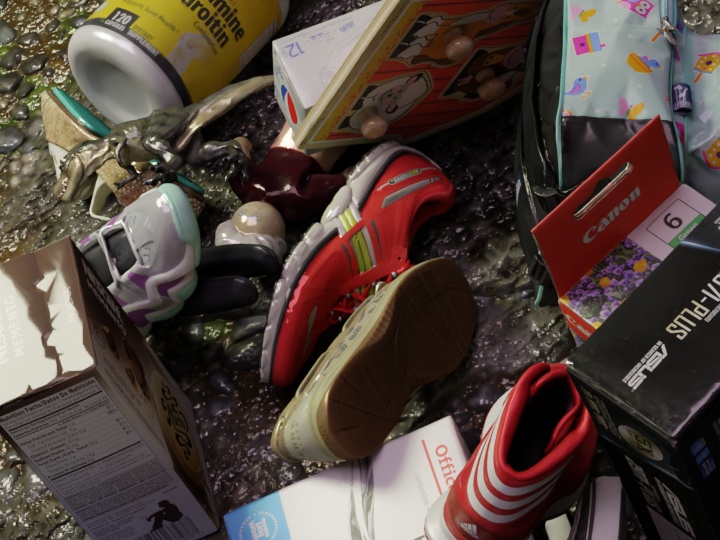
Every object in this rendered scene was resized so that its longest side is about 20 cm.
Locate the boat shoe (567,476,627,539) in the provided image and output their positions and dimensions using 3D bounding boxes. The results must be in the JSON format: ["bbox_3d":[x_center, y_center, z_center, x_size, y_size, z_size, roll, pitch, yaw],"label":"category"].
[{"bbox_3d":[0.112,0.208,1.139,0.063,0.071,0.202,8,63,15],"label":"boat shoe"}]

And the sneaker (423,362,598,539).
[{"bbox_3d":[0.117,0.092,1.171,0.078,0.116,0.200,35,37,2],"label":"sneaker"}]

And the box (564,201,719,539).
[{"bbox_3d":[0.222,0.072,1.120,0.164,0.201,0.086,-44,48,-13],"label":"box"}]

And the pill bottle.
[{"bbox_3d":[-0.125,-0.201,1.538,0.111,0.113,0.200,19,57,34],"label":"pill bottle"}]

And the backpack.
[{"bbox_3d":[0.173,-0.094,1.291,0.152,0.177,0.201,-4,50,0],"label":"backpack"}]

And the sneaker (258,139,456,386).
[{"bbox_3d":[0.000,0.000,1.359,0.084,0.077,0.201,30,70,10],"label":"sneaker"}]

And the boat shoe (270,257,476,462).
[{"bbox_3d":[0.010,0.055,1.287,0.062,0.074,0.200,-17,16,39],"label":"boat shoe"}]

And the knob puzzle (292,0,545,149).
[{"bbox_3d":[0.073,-0.138,1.373,0.218,0.220,0.031,-27,68,3],"label":"knob puzzle"}]

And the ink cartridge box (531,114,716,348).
[{"bbox_3d":[0.178,0.013,1.184,0.109,0.201,0.050,-42,49,-11],"label":"ink cartridge box"}]

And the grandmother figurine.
[{"bbox_3d":[-0.049,-0.078,1.454,0.120,0.061,0.201,4,53,37],"label":"grandmother figurine"}]

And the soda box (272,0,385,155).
[{"bbox_3d":[0.038,-0.156,1.428,0.198,0.068,0.064,-21,64,-12],"label":"soda box"}]

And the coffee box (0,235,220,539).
[{"bbox_3d":[-0.171,0.089,1.283,0.079,0.201,0.114,-23,48,5],"label":"coffee box"}]

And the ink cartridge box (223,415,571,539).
[{"bbox_3d":[0.027,0.170,1.221,0.199,0.067,0.116,-24,49,5],"label":"ink cartridge box"}]

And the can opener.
[{"bbox_3d":[-0.124,0.007,1.380,0.199,0.078,0.064,7,63,54],"label":"can opener"}]

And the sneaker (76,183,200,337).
[{"bbox_3d":[-0.197,0.017,1.326,0.139,0.200,0.078,-8,60,-38],"label":"sneaker"}]

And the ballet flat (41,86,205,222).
[{"bbox_3d":[-0.196,-0.076,1.514,0.200,0.070,0.066,35,93,43],"label":"ballet flat"}]

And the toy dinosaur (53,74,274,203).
[{"bbox_3d":[-0.127,-0.092,1.432,0.198,0.048,0.088,-23,43,-8],"label":"toy dinosaur"}]
